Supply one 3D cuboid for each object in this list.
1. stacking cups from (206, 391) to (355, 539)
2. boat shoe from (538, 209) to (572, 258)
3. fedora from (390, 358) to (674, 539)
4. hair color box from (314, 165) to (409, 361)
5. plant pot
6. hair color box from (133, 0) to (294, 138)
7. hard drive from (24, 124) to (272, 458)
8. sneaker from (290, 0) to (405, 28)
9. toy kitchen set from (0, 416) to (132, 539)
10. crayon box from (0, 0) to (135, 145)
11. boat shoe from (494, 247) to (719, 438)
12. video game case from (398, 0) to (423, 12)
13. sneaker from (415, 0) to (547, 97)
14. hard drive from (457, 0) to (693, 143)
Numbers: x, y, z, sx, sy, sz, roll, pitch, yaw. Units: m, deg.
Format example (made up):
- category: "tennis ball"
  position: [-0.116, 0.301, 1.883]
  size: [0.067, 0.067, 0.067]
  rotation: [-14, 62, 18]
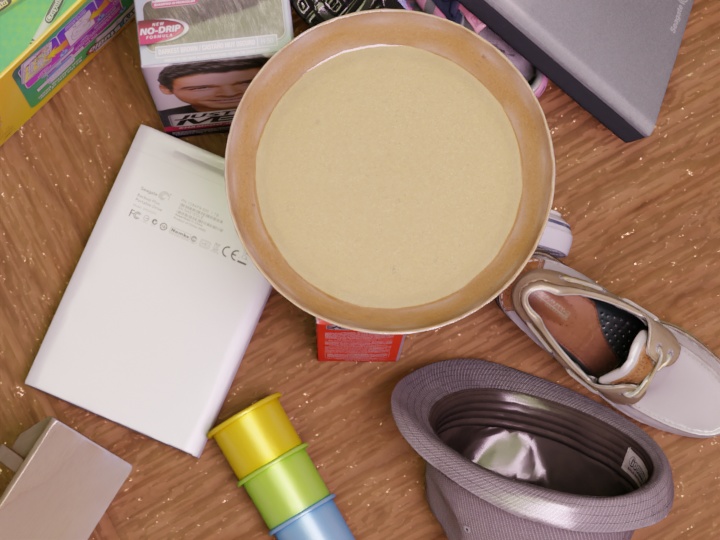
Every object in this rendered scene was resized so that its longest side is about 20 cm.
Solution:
- category: "stacking cups"
  position: [-0.032, 0.184, 1.350]
  size: [0.060, 0.061, 0.200]
  rotation: [-29, 87, -5]
- category: "boat shoe"
  position: [0.057, -0.065, 1.378]
  size: [0.199, 0.074, 0.067]
  rotation: [17, 83, 3]
- category: "fedora"
  position: [0.109, 0.145, 1.321]
  size: [0.199, 0.177, 0.091]
  rotation: [22, 115, 22]
- category: "hair color box"
  position: [0.000, 0.000, 1.302]
  size: [0.061, 0.200, 0.102]
  rotation: [0, 80, -1]
- category: "plant pot"
  position: [0.017, -0.058, 1.198]
  size: [0.199, 0.027, 0.201]
  rotation: [0, 79, -2]
- category: "hair color box"
  position: [-0.093, -0.143, 1.325]
  size: [0.099, 0.200, 0.061]
  rotation: [-6, 80, -2]
- category: "hard drive"
  position: [-0.134, 0.014, 1.387]
  size: [0.132, 0.027, 0.201]
  rotation: [23, 80, 3]
- category: "sneaker"
  position: [0.000, -0.169, 1.356]
  size: [0.076, 0.091, 0.200]
  rotation: [-42, 105, -10]
- category: "toy kitchen set"
  position: [-0.268, 0.153, 1.339]
  size: [0.200, 0.180, 0.163]
  rotation: [37, 83, -35]
- category: "crayon box"
  position: [-0.228, -0.166, 1.370]
  size: [0.058, 0.119, 0.200]
  rotation: [44, 82, 6]
- category: "boat shoe"
  position: [0.177, 0.059, 1.339]
  size: [0.200, 0.068, 0.075]
  rotation: [30, 100, -12]
- category: "video game case"
  position: [0.083, -0.251, 1.403]
  size: [0.199, 0.018, 0.144]
  rotation: [-13, 106, -6]
- category: "sneaker"
  position: [0.070, -0.200, 1.363]
  size: [0.070, 0.082, 0.200]
  rotation: [-38, 107, 2]
- category: "hard drive"
  position: [0.143, -0.199, 1.358]
  size: [0.200, 0.033, 0.140]
  rotation: [36, 60, -28]
